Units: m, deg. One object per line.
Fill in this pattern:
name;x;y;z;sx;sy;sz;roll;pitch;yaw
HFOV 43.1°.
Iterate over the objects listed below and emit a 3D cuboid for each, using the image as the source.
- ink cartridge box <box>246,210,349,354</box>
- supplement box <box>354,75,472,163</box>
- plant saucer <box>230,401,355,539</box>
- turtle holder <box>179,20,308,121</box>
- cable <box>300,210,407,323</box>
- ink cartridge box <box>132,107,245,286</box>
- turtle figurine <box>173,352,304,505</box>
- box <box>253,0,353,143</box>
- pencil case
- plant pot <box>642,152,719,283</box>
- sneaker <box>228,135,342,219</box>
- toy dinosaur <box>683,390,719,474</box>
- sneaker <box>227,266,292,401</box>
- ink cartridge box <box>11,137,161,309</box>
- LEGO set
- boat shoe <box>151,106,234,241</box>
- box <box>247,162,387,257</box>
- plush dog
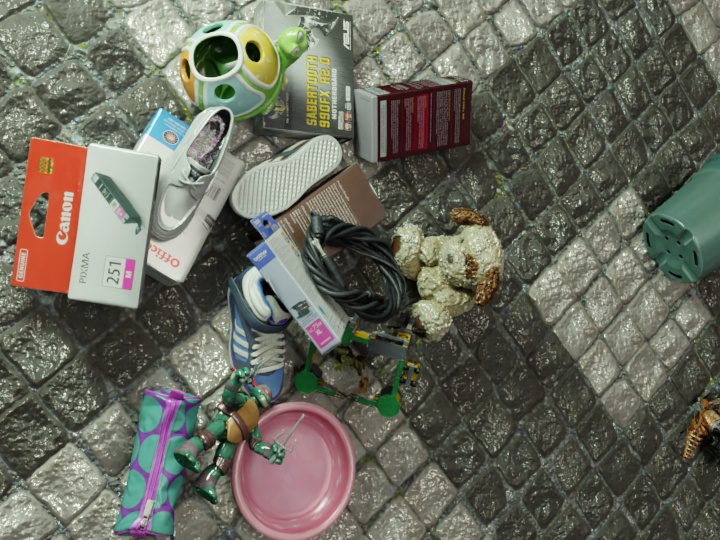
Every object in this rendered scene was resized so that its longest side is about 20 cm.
ink cartridge box;-0.092;0.013;1.258;0.042;0.119;0.201;-34;97;10
supplement box;0.088;-0.249;1.488;0.197;0.061;0.111;-13;117;-27
plant saucer;-0.104;0.298;1.363;0.197;0.051;0.204;3;84;-26
turtle holder;-0.171;-0.287;1.306;0.182;0.132;0.143;13;90;8
cable;0.000;0.000;1.327;0.199;0.051;0.165;32;33;-32
ink cartridge box;-0.277;-0.100;1.292;0.145;0.084;0.202;32;73;-20
turtle figurine;-0.165;0.216;1.270;0.200;0.100;0.151;-47;112;-31
box;-0.088;-0.309;1.430;0.156;0.048;0.204;3;84;-27
pencil case;-0.277;0.265;1.253;0.084;0.092;0.204;12;78;-11
plant pot;0.654;-0.087;1.720;0.194;0.200;0.202;-31;99;-18
sneaker;-0.121;-0.136;1.378;0.199;0.079;0.079;-32;105;-27
toy dinosaur;0.682;0.310;1.758;0.199;0.102;0.136;-34;77;-11
sneaker;-0.135;0.093;1.311;0.079;0.146;0.204;-9;88;-27
ink cartridge box;-0.358;-0.063;1.184;0.170;0.044;0.204;9;92;-8
LEGO set;-0.001;0.127;1.397;0.196;0.116;0.157;8;107;8
boat shoe;-0.225;-0.133;1.234;0.072;0.068;0.202;36;73;-18
box;-0.065;-0.070;1.406;0.199;0.075;0.101;-36;101;-24
plush dog;0.160;0.001;1.449;0.159;0.171;0.203;6;59;-39
